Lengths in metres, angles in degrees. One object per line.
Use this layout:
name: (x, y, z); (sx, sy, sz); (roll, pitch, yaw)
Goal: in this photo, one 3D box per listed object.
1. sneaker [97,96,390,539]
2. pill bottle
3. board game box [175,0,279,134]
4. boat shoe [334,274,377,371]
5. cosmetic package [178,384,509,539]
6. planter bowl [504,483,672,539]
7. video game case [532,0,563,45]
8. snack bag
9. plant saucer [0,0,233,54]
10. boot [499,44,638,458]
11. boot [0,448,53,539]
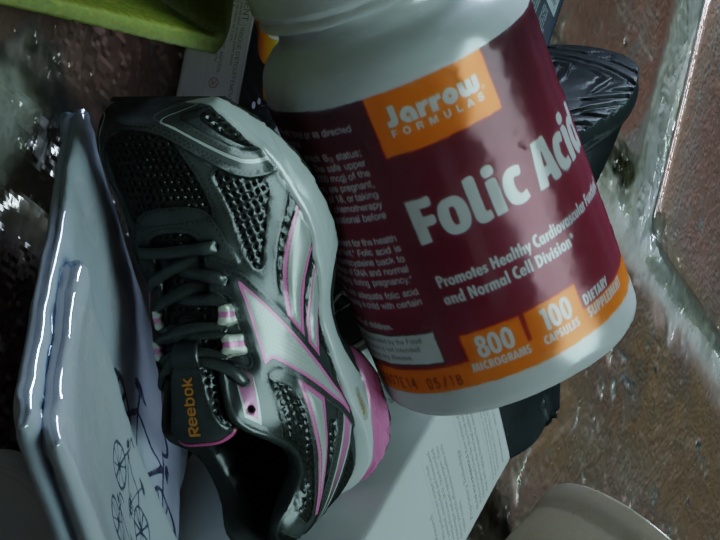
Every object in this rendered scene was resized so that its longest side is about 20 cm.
sneaker: (-0.049, 0.025, 0.903); (0.201, 0.080, 0.086); (63, 38, -25)
pill bottle: (0.029, -0.054, 0.932); (0.114, 0.114, 0.201); (-47, 121, -50)
board game box: (-0.020, -0.079, 1.060); (0.200, 0.034, 0.127); (21, 78, -63)
boat shoe: (0.000, 0.000, 1.030); (0.200, 0.071, 0.064); (-33, 119, -24)
cosmetic package: (-0.022, 0.114, 1.020); (0.200, 0.107, 0.085); (-56, 144, -40)
planter bowl: (0.124, 0.238, 1.283); (0.135, 0.200, 0.201); (-38, 135, -20)
video game case: (0.062, -0.166, 1.224); (0.200, 0.019, 0.143); (57, 46, -51)
snack bag: (-0.089, 0.066, 0.876); (0.200, 0.021, 0.189); (-92, 170, -54)
plant saucer: (-0.106, -0.190, 0.844); (0.200, 0.048, 0.201); (4, 92, -63)
boot: (0.085, -0.008, 1.224); (0.200, 0.076, 0.169); (-52, 150, -48)
boot: (-0.119, 0.146, 0.890); (0.096, 0.073, 0.201); (-52, 146, -62)
